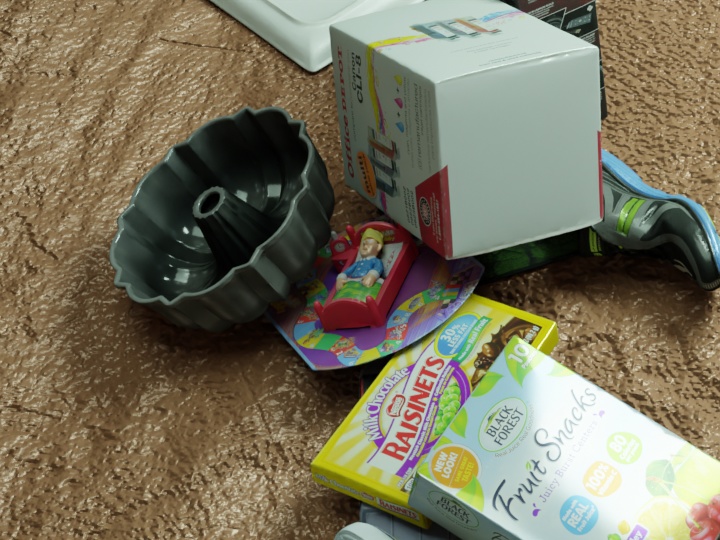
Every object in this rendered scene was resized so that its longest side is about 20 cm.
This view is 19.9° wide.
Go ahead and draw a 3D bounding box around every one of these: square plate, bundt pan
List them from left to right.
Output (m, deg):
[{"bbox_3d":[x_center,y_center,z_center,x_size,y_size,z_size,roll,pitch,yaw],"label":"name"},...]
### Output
[{"bbox_3d":[-0.104,-0.032,1.664,0.201,0.076,0.203,-23,42,22],"label":"bundt pan"},{"bbox_3d":[-0.032,-0.289,1.956,0.199,0.029,0.198,-36,50,-21],"label":"square plate"}]

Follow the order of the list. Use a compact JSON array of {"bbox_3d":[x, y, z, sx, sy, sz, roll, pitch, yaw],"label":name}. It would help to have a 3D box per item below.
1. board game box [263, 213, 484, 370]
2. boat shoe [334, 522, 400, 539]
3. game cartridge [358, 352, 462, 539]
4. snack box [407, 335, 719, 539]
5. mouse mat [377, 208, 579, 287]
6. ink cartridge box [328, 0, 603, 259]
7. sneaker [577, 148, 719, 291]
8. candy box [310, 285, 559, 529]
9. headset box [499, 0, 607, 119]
[{"bbox_3d":[0.000,0.000,1.625,0.157,0.039,0.200,-31,31,-9],"label":"board game box"},{"bbox_3d":[0.060,0.243,1.419,0.062,0.072,0.200,-20,47,-39],"label":"boat shoe"},{"bbox_3d":[0.063,0.129,1.540,0.128,0.039,0.201,-3,46,2],"label":"game cartridge"},{"bbox_3d":[0.154,0.156,1.444,0.199,0.053,0.142,32,56,13],"label":"snack box"},{"bbox_3d":[0.118,-0.055,1.721,0.198,0.008,0.162,-17,46,-6],"label":"mouse mat"},{"bbox_3d":[0.081,-0.119,1.615,0.143,0.147,0.200,-14,24,-20],"label":"ink cartridge box"},{"bbox_3d":[0.217,-0.030,1.633,0.083,0.071,0.199,-40,48,-18],"label":"sneaker"},{"bbox_3d":[0.057,0.098,1.531,0.102,0.027,0.200,17,52,30],"label":"candy box"},{"bbox_3d":[0.137,-0.232,1.745,0.077,0.201,0.149,-23,43,-12],"label":"headset box"}]
